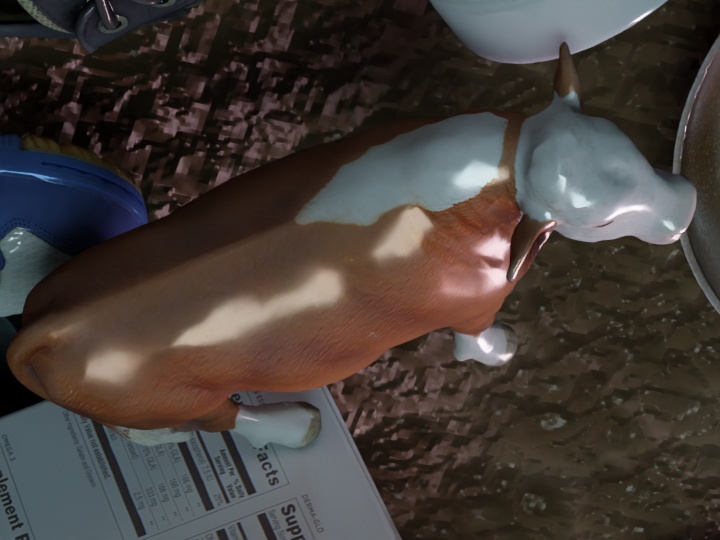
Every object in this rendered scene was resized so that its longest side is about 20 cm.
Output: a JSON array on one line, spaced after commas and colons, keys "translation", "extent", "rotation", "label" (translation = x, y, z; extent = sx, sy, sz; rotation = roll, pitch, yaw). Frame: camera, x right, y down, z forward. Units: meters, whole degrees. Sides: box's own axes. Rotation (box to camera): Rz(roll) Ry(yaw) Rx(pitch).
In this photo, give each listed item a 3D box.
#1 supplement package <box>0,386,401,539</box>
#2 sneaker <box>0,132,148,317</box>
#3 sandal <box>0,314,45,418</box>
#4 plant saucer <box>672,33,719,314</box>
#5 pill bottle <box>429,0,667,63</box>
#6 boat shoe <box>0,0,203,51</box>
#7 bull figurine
[{"translation": [-0.079, 0.143, 0.868], "extent": [0.200, 0.151, 0.152], "rotation": [-21, 138, -7], "label": "supplement package"}, {"translation": [-0.156, 0.017, 0.789], "extent": [0.200, 0.088, 0.075], "rotation": [-9, 147, -12], "label": "sneaker"}, {"translation": [-0.130, 0.065, 0.907], "extent": [0.075, 0.048, 0.201], "rotation": [-22, 126, 10], "label": "sandal"}, {"translation": [0.197, -0.044, 0.870], "extent": [0.200, 0.032, 0.200], "rotation": [-2, 124, -3], "label": "plant saucer"}, {"translation": [0.014, -0.156, 0.717], "extent": [0.116, 0.116, 0.200], "rotation": [-29, 124, 15], "label": "pill bottle"}, {"translation": [-0.070, -0.091, 0.723], "extent": [0.200, 0.065, 0.072], "rotation": [3, 138, 46], "label": "boat shoe"}, {"translation": [0.000, 0.000, 0.778], "extent": [0.200, 0.065, 0.121], "rotation": [-16, 159, 11], "label": "bull figurine"}]
